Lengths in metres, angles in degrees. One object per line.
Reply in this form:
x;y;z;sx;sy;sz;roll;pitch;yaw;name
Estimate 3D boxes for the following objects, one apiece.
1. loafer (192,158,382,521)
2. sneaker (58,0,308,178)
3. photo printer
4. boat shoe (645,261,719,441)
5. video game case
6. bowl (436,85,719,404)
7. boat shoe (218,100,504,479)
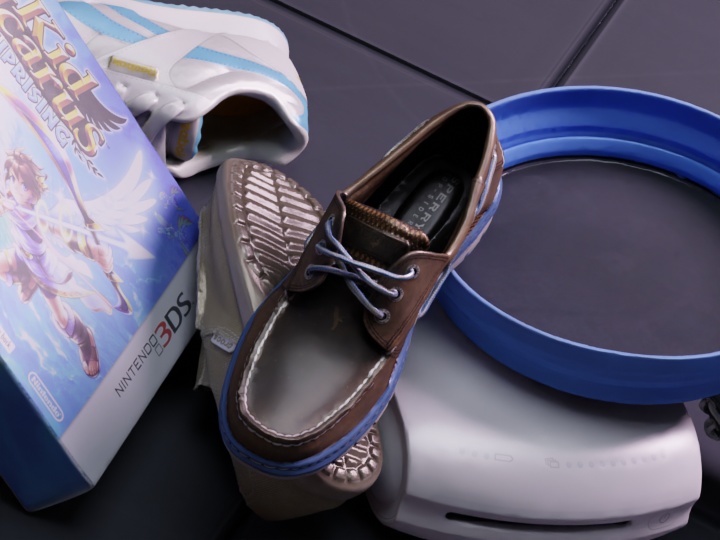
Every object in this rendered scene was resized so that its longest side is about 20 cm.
-0.046;0.032;1.151;0.076;0.068;0.200;23;39;-34;loafer
-0.121;-0.094;1.289;0.199;0.077;0.081;-2;44;-23;sneaker
0.067;0.053;1.191;0.166;0.070;0.200;3;40;-20;photo printer
0.190;0.072;1.207;0.073;0.062;0.200;-11;56;-50;boat shoe
-0.153;-0.025;1.115;0.200;0.045;0.181;57;32;-20;video game case
0.124;-0.013;1.186;0.200;0.039;0.201;4;41;-4;bowl
0.000;0.000;1.079;0.072;0.072;0.200;26;58;9;boat shoe
